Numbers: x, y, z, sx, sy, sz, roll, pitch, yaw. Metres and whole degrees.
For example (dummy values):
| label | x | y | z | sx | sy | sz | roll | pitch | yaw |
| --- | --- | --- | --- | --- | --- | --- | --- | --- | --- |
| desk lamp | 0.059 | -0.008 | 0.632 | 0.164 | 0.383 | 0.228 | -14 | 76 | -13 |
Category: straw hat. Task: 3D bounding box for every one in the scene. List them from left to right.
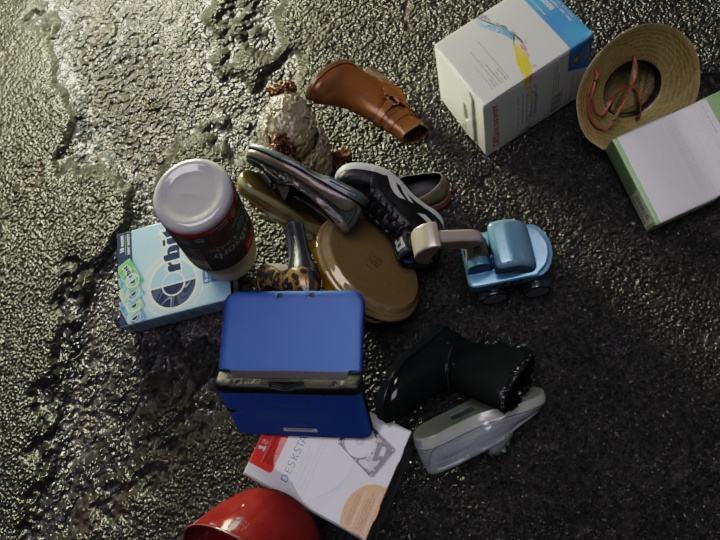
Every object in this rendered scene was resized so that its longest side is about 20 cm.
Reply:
| label | x | y | z | sx | sy | sz | roll | pitch | yaw |
| --- | --- | --- | --- | --- | --- | --- | --- | --- | --- |
| straw hat | 0.413 | -0.287 | 1.050 | 0.198 | 0.203 | 0.085 | -25 | 24 | 2 |

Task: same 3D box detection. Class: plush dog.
| label | x | y | z | sx | sy | sz | roll | pitch | yaw |
| --- | --- | --- | --- | --- | --- | --- | --- | --- | --- |
| plush dog | -0.106 | -0.210 | 1.097 | 0.157 | 0.172 | 0.203 | -9 | 67 | 9 |

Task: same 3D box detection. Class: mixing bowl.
| label | x | y | z | sx | sy | sz | roll | pitch | yaw |
| --- | --- | --- | --- | --- | --- | --- | --- | --- | --- |
| mixing bowl | -0.124 | 0.366 | 0.895 | 0.198 | 0.203 | 0.109 | 22 | 42 | 20 |

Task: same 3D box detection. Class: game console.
| label | x | y | z | sx | sy | sz | roll | pitch | yaw |
| --- | --- | --- | --- | --- | --- | --- | --- | --- | --- |
| game console | -0.083 | 0.129 | 0.910 | 0.196 | 0.172 | 0.119 | 0 | 44 | 13 |

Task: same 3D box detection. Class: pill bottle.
| label | x | y | z | sx | sy | sz | roll | pitch | yaw |
| --- | --- | --- | --- | --- | --- | --- | --- | --- | --- |
| pill bottle | -0.223 | -0.067 | 1.010 | 0.114 | 0.201 | 0.118 | -2 | 67 | 5 |

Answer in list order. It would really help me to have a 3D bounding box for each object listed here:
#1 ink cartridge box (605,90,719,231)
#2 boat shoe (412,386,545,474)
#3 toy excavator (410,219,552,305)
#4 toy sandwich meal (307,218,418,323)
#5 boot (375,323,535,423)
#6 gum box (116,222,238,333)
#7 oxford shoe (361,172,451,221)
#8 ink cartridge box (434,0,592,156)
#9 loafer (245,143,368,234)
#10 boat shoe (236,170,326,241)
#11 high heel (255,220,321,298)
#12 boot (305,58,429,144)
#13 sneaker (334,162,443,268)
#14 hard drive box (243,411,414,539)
| label | x | y | z | sx | sy | sz | roll | pitch | yaw |
| --- | --- | --- | --- | --- | --- | --- | --- | --- | --- |
| ink cartridge box | 0.490 | -0.166 | 1.000 | 0.197 | 0.048 | 0.148 | -24 | 78 | 2 |
| boat shoe | 0.169 | 0.221 | 0.932 | 0.198 | 0.070 | 0.073 | -19 | 101 | -12 |
| toy excavator | 0.175 | -0.029 | 0.950 | 0.191 | 0.200 | 0.102 | -11 | 67 | 8 |
| toy sandwich meal | 0.000 | 0.000 | 1.003 | 0.070 | 0.203 | 0.207 | -45 | 60 | 37 |
| boot | 0.134 | 0.153 | 0.916 | 0.161 | 0.074 | 0.198 | 16 | 41 | 34 |
| gum box | -0.309 | -0.001 | 1.136 | 0.196 | 0.045 | 0.173 | -14 | 67 | 6 |
| oxford shoe | 0.045 | -0.119 | 1.082 | 0.197 | 0.075 | 0.072 | -18 | 66 | 6 |
| ink cartridge box | 0.239 | -0.319 | 1.074 | 0.198 | 0.148 | 0.146 | -32 | 66 | -1 |
| loafer | -0.087 | -0.119 | 0.966 | 0.198 | 0.072 | 0.064 | 26 | 89 | 14 |
| boat shoe | -0.123 | -0.086 | 1.039 | 0.063 | 0.200 | 0.074 | -44 | 56 | 13 |
| high heel | -0.110 | 0.046 | 0.992 | 0.070 | 0.201 | 0.144 | 3 | 47 | -22 |
| boot | 0.018 | -0.266 | 1.097 | 0.199 | 0.074 | 0.155 | -23 | 67 | -44 |
| sneaker | 0.048 | -0.075 | 0.999 | 0.073 | 0.198 | 0.113 | -45 | 27 | 36 |
| hard drive box | -0.040 | 0.264 | 0.956 | 0.197 | 0.077 | 0.158 | 20 | 75 | 19 |
